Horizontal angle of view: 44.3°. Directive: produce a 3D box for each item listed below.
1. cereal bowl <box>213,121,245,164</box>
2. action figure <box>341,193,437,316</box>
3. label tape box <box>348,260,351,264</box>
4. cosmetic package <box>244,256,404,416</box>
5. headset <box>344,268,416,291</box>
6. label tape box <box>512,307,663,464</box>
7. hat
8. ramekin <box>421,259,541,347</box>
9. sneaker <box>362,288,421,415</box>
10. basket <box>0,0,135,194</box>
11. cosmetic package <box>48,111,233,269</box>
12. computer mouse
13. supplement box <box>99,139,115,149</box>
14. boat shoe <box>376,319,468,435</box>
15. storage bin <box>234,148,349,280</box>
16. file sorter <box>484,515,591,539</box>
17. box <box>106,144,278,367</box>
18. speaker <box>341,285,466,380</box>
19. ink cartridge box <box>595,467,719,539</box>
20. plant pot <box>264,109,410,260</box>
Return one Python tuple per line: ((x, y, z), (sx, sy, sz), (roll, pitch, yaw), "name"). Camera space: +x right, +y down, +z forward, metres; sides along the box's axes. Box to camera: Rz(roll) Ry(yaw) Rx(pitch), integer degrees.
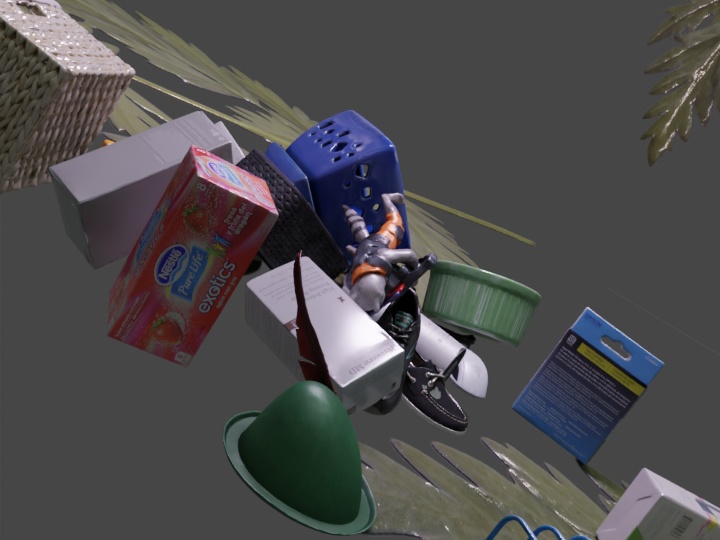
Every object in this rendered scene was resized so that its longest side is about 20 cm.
((-0.198, -0.127, 1.386), (0.200, 0.083, 0.200), (56, -4, 6), "cereal bowl")
((0.000, 0.000, 1.178), (0.105, 0.200, 0.194), (39, 23, -21), "action figure")
((-0.032, -0.060, 1.610), (0.143, 0.066, 0.200), (40, 16, 25), "label tape box")
((-0.047, 0.079, 1.078), (0.102, 0.074, 0.200), (-27, 51, -31), "cosmetic package")
((0.042, 0.021, 1.456), (0.123, 0.094, 0.200), (31, 4, -8), "headset")
((0.353, 0.176, 1.376), (0.143, 0.200, 0.066), (37, 15, 15), "label tape box")
((-0.026, 0.125, 0.853), (0.200, 0.176, 0.166), (31, 16, -6), "hat")
((0.202, 0.061, 1.530), (0.199, 0.098, 0.200), (19, -6, 2), "ramekin")
((0.034, 0.100, 1.145), (0.075, 0.079, 0.200), (19, 40, 1), "sneaker")
((-0.420, -0.218, 1.092), (0.161, 0.200, 0.198), (39, 16, 1), "basket")
((-0.251, -0.097, 1.044), (0.200, 0.107, 0.090), (-24, 50, -27), "cosmetic package")
((0.166, 0.139, 1.438), (0.109, 0.044, 0.200), (28, 16, -22), "computer mouse")
((-0.269, -0.084, 1.198), (0.126, 0.074, 0.200), (13, 25, -52), "supplement box")
((0.079, 0.145, 1.218), (0.200, 0.060, 0.074), (43, 18, 31), "boat shoe")
((-0.113, -0.059, 1.247), (0.135, 0.094, 0.200), (45, -8, 37), "storage bin")
((0.198, 0.322, 0.808), (0.200, 0.123, 0.139), (23, 18, -30), "file sorter")
((-0.180, -0.016, 0.932), (0.094, 0.200, 0.103), (26, 18, -24), "box")
((0.056, 0.086, 1.313), (0.200, 0.081, 0.081), (37, 16, 15), "speaker")
((0.424, 0.358, 1.151), (0.200, 0.117, 0.067), (30, 14, -12), "ink cartridge box")
((-0.045, -0.125, 1.449), (0.179, 0.200, 0.200), (-19, 32, -13), "plant pot")
